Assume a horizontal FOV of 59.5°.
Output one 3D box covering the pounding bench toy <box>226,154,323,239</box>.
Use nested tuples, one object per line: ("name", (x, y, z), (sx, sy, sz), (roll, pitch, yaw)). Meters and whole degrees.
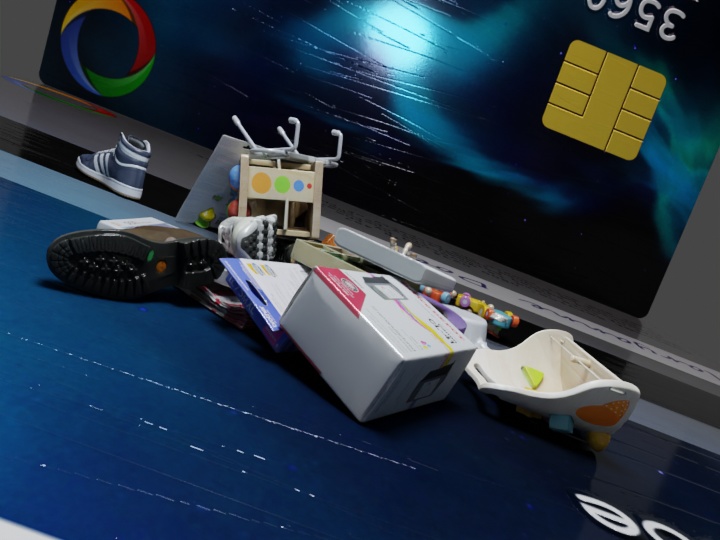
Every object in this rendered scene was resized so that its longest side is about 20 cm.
("pounding bench toy", (-0.158, -0.126, 1.113), (0.151, 0.129, 0.200), (3, 3, -13))

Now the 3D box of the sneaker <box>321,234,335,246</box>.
("sneaker", (-0.033, -0.009, 1.228), (0.092, 0.076, 0.199), (46, -10, -25))

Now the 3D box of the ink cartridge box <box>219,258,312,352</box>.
("ink cartridge box", (-0.083, 0.042, 0.772), (0.120, 0.042, 0.198), (49, 18, 24))

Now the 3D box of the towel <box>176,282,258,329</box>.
("towel", (-0.173, 0.024, 0.834), (0.197, 0.023, 0.143), (27, 10, 29))

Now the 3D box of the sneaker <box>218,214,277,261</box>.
("sneaker", (-0.159, -0.041, 0.857), (0.078, 0.078, 0.200), (6, 5, -3))

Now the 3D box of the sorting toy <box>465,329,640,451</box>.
("sorting toy", (0.228, 0.148, 0.832), (0.174, 0.110, 0.200), (12, 11, -7))

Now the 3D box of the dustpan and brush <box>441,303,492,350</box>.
("dustpan and brush", (0.190, 0.111, 1.089), (0.137, 0.059, 0.198), (11, 7, -41))

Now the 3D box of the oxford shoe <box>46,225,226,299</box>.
("oxford shoe", (-0.255, -0.015, 0.709), (0.083, 0.075, 0.197), (25, 15, 41))

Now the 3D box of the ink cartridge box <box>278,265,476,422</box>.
("ink cartridge box", (0.025, 0.076, 0.708), (0.147, 0.087, 0.198), (43, 19, 25))

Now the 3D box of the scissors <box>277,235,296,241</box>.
("scissors", (-0.166, -0.063, 1.212), (0.072, 0.014, 0.199), (25, -6, -15))

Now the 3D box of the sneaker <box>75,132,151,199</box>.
("sneaker", (-0.481, -0.222, 1.238), (0.197, 0.111, 0.069), (27, 11, 32))

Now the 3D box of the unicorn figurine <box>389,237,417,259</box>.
("unicorn figurine", (0.048, 0.018, 1.099), (0.072, 0.141, 0.199), (14, -10, 33))

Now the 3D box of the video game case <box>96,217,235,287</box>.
("video game case", (-0.236, -0.029, 0.875), (0.195, 0.024, 0.182), (22, 6, -1))

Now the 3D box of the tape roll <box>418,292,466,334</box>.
("tape roll", (0.057, 0.072, 0.942), (0.195, 0.067, 0.200), (21, 11, -4))

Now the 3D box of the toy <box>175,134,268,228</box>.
("toy", (-0.255, -0.167, 1.162), (0.113, 0.201, 0.048), (8, 39, -44))

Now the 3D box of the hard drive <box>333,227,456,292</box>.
("hard drive", (0.055, -0.011, 0.883), (0.129, 0.027, 0.199), (26, 4, 20))

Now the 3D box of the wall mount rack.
("wall mount rack", (-0.131, -0.230, 1.120), (0.170, 0.077, 0.197), (9, 5, 38))

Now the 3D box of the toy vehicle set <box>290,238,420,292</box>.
("toy vehicle set", (0.000, 0.000, 0.899), (0.122, 0.027, 0.199), (26, 7, 24))

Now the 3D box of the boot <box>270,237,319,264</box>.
("boot", (-0.132, -0.024, 1.069), (0.134, 0.080, 0.200), (18, -4, 9))

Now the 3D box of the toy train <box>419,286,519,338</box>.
("toy train", (0.214, 0.085, 1.257), (0.197, 0.057, 0.148), (25, 11, 36))
